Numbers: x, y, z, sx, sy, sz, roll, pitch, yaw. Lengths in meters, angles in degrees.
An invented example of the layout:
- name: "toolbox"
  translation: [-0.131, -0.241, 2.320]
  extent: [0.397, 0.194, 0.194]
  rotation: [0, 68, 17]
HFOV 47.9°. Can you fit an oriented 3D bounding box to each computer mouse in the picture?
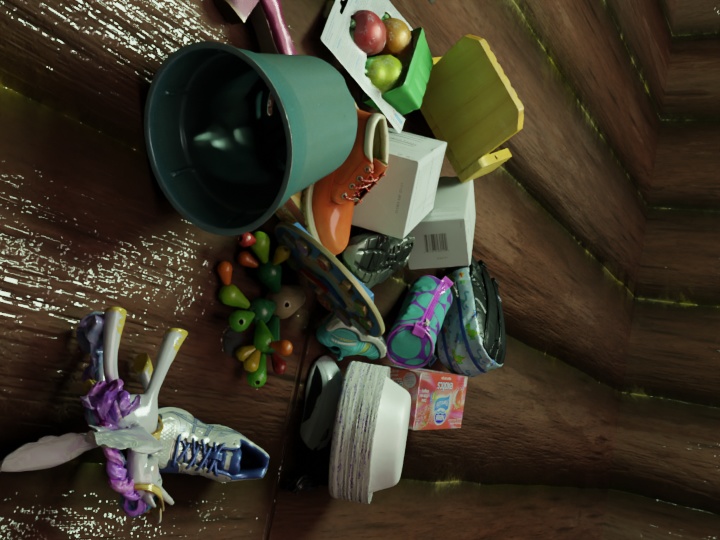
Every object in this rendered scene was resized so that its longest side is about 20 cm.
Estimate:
- name: "computer mouse"
  translation: [-0.058, 0.231, 1.215]
  extent: [0.109, 0.043, 0.205]
  rotation: [18, 80, -57]

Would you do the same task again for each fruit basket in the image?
- name: "fruit basket"
  translation: [0.022, -0.338, 1.230]
  extent: [0.199, 0.093, 0.188]
  rotation: [38, 53, -31]

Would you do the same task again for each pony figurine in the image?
- name: "pony figurine"
  translation: [-0.248, 0.147, 0.819]
  extent: [0.192, 0.163, 0.205]
  rotation: [32, 51, -59]

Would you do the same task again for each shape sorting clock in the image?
- name: "shape sorting clock"
  translation: [-0.044, 0.016, 1.070]
  extent: [0.039, 0.199, 0.201]
  rotation: [-45, 137, -11]

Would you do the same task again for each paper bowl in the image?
- name: "paper bowl"
  translation: [0.018, 0.245, 1.220]
  extent: [0.201, 0.102, 0.206]
  rotation: [8, 90, -85]

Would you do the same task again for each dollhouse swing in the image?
- name: "dollhouse swing"
  translation: [0.204, -0.285, 1.361]
  extent: [0.181, 0.175, 0.203]
  rotation: [-25, 83, -53]

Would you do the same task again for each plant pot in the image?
- name: "plant pot"
  translation: [-0.109, -0.164, 0.934]
  extent: [0.195, 0.196, 0.205]
  rotation: [-31, 121, -56]

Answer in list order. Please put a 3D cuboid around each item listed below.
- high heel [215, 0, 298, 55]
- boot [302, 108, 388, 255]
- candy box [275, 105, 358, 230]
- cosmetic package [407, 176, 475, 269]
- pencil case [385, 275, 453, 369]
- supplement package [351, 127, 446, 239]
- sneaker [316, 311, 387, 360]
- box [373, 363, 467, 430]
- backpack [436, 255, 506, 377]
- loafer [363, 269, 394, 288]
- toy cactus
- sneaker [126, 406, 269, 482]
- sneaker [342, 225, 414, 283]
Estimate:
- name: "high heel"
  translation: [-0.097, -0.306, 1.037]
  extent: [0.097, 0.067, 0.201]
  rotation: [-58, 138, -19]
- name: "boot"
  translation: [-0.015, -0.113, 1.069]
  extent: [0.075, 0.105, 0.205]
  rotation: [-10, 106, -59]
- name: "candy box"
  translation: [-0.064, -0.162, 1.131]
  extent: [0.116, 0.054, 0.203]
  rotation: [51, 53, -49]
- name: "cosmetic package"
  translation: [0.136, -0.085, 1.362]
  extent: [0.201, 0.105, 0.087]
  rotation: [-65, 149, -62]
- name: "pencil case"
  translation: [0.103, 0.084, 1.371]
  extent: [0.085, 0.093, 0.201]
  rotation: [39, 28, -5]
- name: "supplement package"
  translation: [0.048, -0.136, 1.203]
  extent: [0.200, 0.107, 0.116]
  rotation: [-43, 146, -67]
- name: "sneaker"
  translation: [-0.014, 0.100, 1.250]
  extent: [0.078, 0.079, 0.200]
  rotation: [59, 6, 24]
- name: "box"
  translation: [0.100, 0.221, 1.416]
  extent: [0.199, 0.101, 0.097]
  rotation: [16, 82, -59]
- name: "backpack"
  translation: [0.209, 0.101, 1.527]
  extent: [0.163, 0.152, 0.202]
  rotation: [48, 18, -46]
- name: "loafer"
  translation: [0.000, 0.000, 1.271]
  extent: [0.199, 0.063, 0.072]
  rotation: [-33, 163, -50]
- name: "toy cactus"
  translation: [-0.114, 0.044, 1.064]
  extent: [0.164, 0.100, 0.205]
  rotation: [-21, 105, -65]
- name: "sneaker"
  translation: [-0.186, 0.211, 0.966]
  extent: [0.199, 0.087, 0.077]
  rotation: [23, 78, -56]
- name: "sneaker"
  translation: [0.011, -0.032, 1.195]
  extent: [0.199, 0.078, 0.077]
  rotation: [-7, 123, -66]
